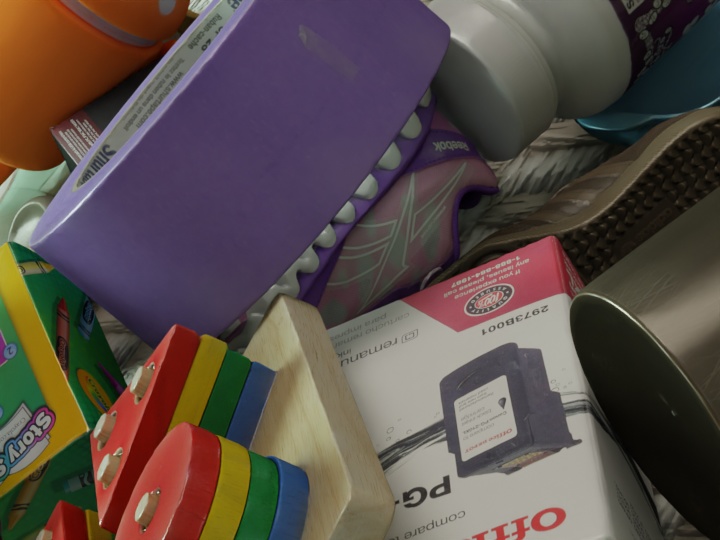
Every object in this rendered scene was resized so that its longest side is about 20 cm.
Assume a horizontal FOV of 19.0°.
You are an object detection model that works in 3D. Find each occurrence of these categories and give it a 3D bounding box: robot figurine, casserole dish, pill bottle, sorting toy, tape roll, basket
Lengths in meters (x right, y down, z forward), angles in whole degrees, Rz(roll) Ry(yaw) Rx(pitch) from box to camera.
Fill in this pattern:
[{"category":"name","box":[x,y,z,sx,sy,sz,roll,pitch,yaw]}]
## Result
[{"category":"robot figurine","box":[-0.173,-0.136,1.175,0.200,0.144,0.117,-46,-5,20]},{"category":"casserole dish","box":[0.188,-0.123,1.117,0.121,0.039,0.200,12,51,48]},{"category":"pill bottle","box":[0.113,-0.147,1.070,0.200,0.113,0.112,-43,33,-22]},{"category":"sorting toy","box":[-0.078,0.119,0.828,0.199,0.069,0.200,-61,17,13]},{"category":"tape roll","box":[-0.055,-0.062,0.970,0.200,0.085,0.200,-48,11,13]},{"category":"basket","box":[0.190,0.003,0.800,0.200,0.136,0.180,-32,-8,-14]}]

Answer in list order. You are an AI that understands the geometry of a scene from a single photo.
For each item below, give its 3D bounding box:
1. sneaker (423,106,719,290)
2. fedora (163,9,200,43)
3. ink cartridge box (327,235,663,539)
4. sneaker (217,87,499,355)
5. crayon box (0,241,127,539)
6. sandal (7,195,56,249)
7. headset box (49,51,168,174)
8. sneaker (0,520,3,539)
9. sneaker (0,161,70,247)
[{"category":"sneaker","box":[0.105,-0.005,1.006,0.199,0.071,0.076,-32,4,1]},{"category":"fedora","box":[-0.174,-0.113,1.324,0.200,0.200,0.082,-6,77,34]},{"category":"ink cartridge box","box":[0.040,0.095,0.872,0.144,0.085,0.200,-23,32,13]},{"category":"sneaker","box":[0.000,0.000,1.010,0.201,0.088,0.080,-57,15,-22]},{"category":"crayon box","box":[-0.203,0.096,1.016,0.200,0.058,0.119,-37,55,12]},{"category":"sandal","box":[-0.187,0.051,1.095,0.082,0.054,0.201,-7,67,48]},{"category":"headset box","box":[-0.057,-0.056,1.142,0.200,0.077,0.149,-33,51,-10]},{"category":"sneaker","box":[-0.202,0.070,0.915,0.074,0.088,0.201,-16,52,0]},{"category":"sneaker","box":[-0.155,-0.022,1.218,0.118,0.074,0.201,-17,34,14]}]
